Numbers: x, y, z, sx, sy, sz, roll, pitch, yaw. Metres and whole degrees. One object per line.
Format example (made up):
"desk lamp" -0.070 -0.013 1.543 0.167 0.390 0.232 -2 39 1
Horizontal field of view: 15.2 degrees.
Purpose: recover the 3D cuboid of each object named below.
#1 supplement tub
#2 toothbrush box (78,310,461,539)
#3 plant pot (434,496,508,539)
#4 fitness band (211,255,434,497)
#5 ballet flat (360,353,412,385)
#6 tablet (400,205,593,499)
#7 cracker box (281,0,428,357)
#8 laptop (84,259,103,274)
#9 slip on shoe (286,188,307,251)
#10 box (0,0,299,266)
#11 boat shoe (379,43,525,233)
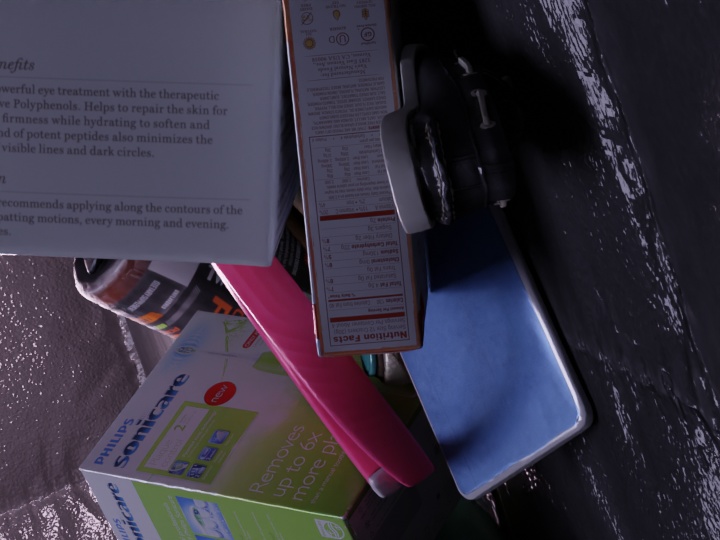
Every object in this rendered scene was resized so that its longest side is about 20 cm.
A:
"supplement tub" -0.081 0.006 1.777 0.107 0.200 0.107 -44 32 38
"toothbrush box" -0.043 0.111 1.634 0.200 0.146 0.086 7 136 36
"plant pot" 0.020 0.220 1.691 0.201 0.200 0.161 81 176 -48
"fitness band" -0.026 0.049 1.507 0.144 0.037 0.200 54 177 -37
"ballet flat" 0.015 -0.033 1.567 0.067 0.062 0.200 -136 34 -76
"tablet" 0.053 0.013 1.459 0.130 0.014 0.200 -40 70 52
"cracker box" -0.001 -0.067 1.388 0.134 0.058 0.200 -79 -16 -78
"laptop" -0.198 -0.132 1.694 0.177 0.103 0.200 -109 35 -43
"slip on shoe" 0.000 0.000 1.699 0.076 0.061 0.200 83 163 -53
"box" -0.134 -0.106 1.465 0.200 0.199 0.171 -79 -9 -76
"boat shoe" 0.049 -0.069 1.293 0.200 0.060 0.074 -67 -36 -75
